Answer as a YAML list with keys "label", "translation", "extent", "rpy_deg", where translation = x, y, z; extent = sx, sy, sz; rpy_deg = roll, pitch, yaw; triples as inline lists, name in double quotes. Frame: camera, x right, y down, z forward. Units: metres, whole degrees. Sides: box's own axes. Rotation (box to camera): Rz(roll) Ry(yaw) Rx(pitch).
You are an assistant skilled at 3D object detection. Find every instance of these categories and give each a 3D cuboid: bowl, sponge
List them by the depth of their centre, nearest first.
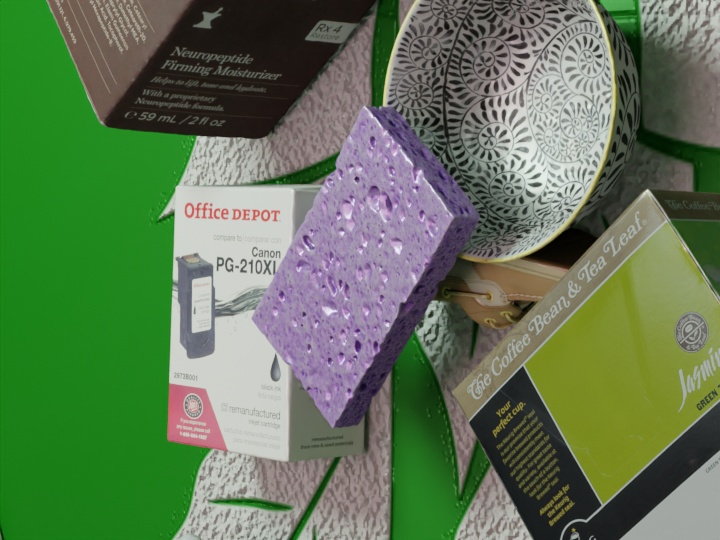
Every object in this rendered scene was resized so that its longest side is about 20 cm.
- label: "bowl"
  translation: [0.116, -0.105, 1.237]
  extent: [0.200, 0.094, 0.202]
  rpy_deg: [1, 91, 47]
- label: "sponge"
  translation: [0.000, 0.000, 1.277]
  extent: [0.112, 0.030, 0.201]
  rpy_deg: [53, 131, 30]

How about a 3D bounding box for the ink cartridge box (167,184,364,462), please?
- label: "ink cartridge box"
  translation: [-0.070, 0.035, 1.440]
  extent: [0.144, 0.084, 0.201]
  rpy_deg: [3, 93, 46]

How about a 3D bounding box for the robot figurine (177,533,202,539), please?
- label: "robot figurine"
  translation: [-0.100, 0.282, 1.450]
  extent: [0.170, 0.113, 0.200]
  rpy_deg: [51, 128, 5]

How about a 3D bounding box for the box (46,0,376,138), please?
- label: "box"
  translation: [-0.111, -0.226, 1.425]
  extent: [0.200, 0.165, 0.165]
  rpy_deg: [-47, 57, 37]

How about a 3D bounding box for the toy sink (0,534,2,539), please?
- label: "toy sink"
  translation: [-0.440, 0.198, 1.812]
  extent: [0.130, 0.112, 0.201]
  rpy_deg: [-35, 65, 40]

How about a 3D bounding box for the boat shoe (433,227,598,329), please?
- label: "boat shoe"
  translation: [0.094, 0.004, 1.285]
  extent: [0.199, 0.074, 0.067]
  rpy_deg: [14, 113, 47]

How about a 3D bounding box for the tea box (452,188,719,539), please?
- label: "tea box"
  translation: [0.193, 0.088, 1.126]
  extent: [0.200, 0.133, 0.197]
  rpy_deg: [-48, 58, 35]
